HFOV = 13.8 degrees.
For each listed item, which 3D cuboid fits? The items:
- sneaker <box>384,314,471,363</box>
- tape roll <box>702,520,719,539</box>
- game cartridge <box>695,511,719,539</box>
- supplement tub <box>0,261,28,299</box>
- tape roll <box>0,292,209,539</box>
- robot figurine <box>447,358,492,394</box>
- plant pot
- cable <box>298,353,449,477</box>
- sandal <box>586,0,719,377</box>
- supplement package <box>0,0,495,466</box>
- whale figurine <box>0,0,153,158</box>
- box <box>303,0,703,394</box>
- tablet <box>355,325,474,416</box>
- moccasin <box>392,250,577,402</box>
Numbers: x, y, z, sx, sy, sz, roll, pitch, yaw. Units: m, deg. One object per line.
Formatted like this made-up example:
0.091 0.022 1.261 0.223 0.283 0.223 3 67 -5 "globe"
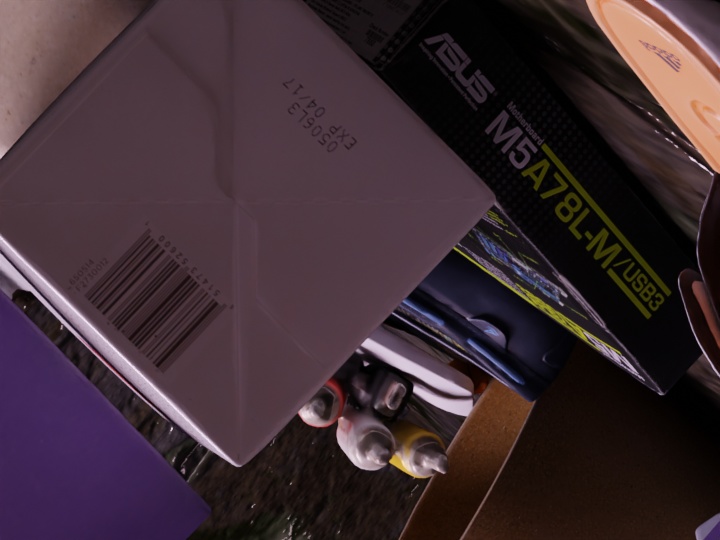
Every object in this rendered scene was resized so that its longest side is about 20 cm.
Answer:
-0.003 -0.023 1.427 0.079 0.079 0.200 29 170 46 "sneaker"
0.216 0.147 1.096 0.200 0.085 0.200 42 175 4 "tape roll"
0.220 0.182 1.294 0.200 0.041 0.134 36 -143 -39 "game cartridge"
-0.161 -0.082 1.431 0.144 0.200 0.144 42 176 4 "supplement tub"
-0.151 0.043 1.052 0.200 0.085 0.200 45 175 5 "tape roll"
0.134 0.101 1.553 0.200 0.058 0.145 39 174 43 "robot figurine"
0.132 0.144 1.397 0.199 0.187 0.186 29 177 -4 "plant pot"
-0.010 0.067 1.485 0.097 0.051 0.200 27 175 -6 "cable"
0.106 0.001 0.768 0.207 0.059 0.079 44 175 -32 "sandal"
-0.053 -0.021 1.002 0.121 0.120 0.200 44 174 -6 "supplement package"
-0.118 -0.126 1.181 0.104 0.159 0.201 -6 -115 -54 "whale figurine"
0.020 -0.060 1.065 0.193 0.048 0.200 43 176 -38 "box"
0.000 0.035 1.484 0.130 0.014 0.200 30 176 5 "tablet"
0.000 0.000 1.298 0.199 0.069 0.080 21 180 6 "moccasin"
